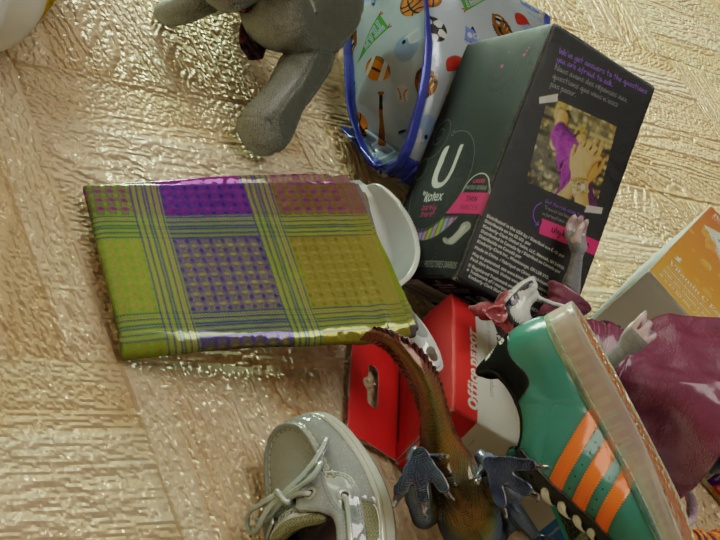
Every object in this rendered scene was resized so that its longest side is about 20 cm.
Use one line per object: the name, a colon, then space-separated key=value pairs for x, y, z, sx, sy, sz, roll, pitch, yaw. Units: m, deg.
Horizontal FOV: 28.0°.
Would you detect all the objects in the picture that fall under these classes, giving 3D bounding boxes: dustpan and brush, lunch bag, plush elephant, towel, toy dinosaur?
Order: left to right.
plush elephant: x=-0.084 y=-0.218 z=1.102 sx=0.200 sy=0.155 sz=0.165 roll=-48 pitch=137 yaw=-26
towel: x=-0.068 y=-0.004 z=0.923 sx=0.199 sy=0.023 sz=0.144 roll=-3 pitch=51 yaw=-23
dustpan and brush: x=0.000 y=0.000 z=0.991 sx=0.139 sy=0.057 sz=0.200 roll=-6 pitch=56 yaw=-35
lunch bag: x=0.075 y=-0.139 z=1.191 sx=0.170 sy=0.124 sz=0.201 roll=19 pitch=54 yaw=-37
toy dinosaur: x=0.078 y=0.143 z=0.861 sx=0.182 sy=0.105 sz=0.201 roll=66 pitch=11 yaw=-69

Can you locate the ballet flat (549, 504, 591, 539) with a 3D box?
ballet flat: x=0.168 y=0.185 z=0.915 sx=0.074 sy=0.074 sz=0.201 roll=-35 pitch=106 yaw=-57

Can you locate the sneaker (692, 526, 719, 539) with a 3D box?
sneaker: x=0.246 y=0.196 z=1.045 sx=0.112 sy=0.078 sz=0.200 roll=53 pitch=33 yaw=11

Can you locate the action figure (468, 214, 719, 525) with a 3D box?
action figure: x=0.164 y=0.062 z=0.983 sx=0.199 sy=0.149 sz=0.134 roll=18 pitch=29 yaw=-5

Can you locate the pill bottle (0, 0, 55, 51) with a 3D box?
pill bottle: x=-0.243 y=-0.210 z=0.935 sx=0.112 sy=0.112 sz=0.200 roll=35 pitch=33 yaw=-14

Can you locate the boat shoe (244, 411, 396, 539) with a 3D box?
boat shoe: x=-0.024 y=0.165 z=0.793 sx=0.065 sy=0.074 sz=0.202 roll=20 pitch=46 yaw=-39

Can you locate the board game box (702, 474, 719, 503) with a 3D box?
board game box: x=0.385 y=0.109 z=1.184 sx=0.046 sy=0.200 sz=0.151 roll=50 pitch=34 yaw=10

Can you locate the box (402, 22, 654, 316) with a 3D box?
box: x=0.113 y=-0.065 z=1.065 sx=0.106 sy=0.122 sz=0.201 roll=27 pitch=78 yaw=-25

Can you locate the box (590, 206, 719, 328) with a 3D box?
box: x=0.285 y=0.044 z=1.242 sx=0.124 sy=0.097 sz=0.200 roll=47 pitch=32 yaw=5

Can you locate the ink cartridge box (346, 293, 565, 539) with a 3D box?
ink cartridge box: x=0.090 y=0.098 z=0.994 sx=0.200 sy=0.067 sz=0.116 roll=30 pitch=35 yaw=-21

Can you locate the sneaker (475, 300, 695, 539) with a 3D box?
sneaker: x=0.136 y=0.123 z=0.853 sx=0.200 sy=0.080 sz=0.071 roll=66 pitch=14 yaw=17
